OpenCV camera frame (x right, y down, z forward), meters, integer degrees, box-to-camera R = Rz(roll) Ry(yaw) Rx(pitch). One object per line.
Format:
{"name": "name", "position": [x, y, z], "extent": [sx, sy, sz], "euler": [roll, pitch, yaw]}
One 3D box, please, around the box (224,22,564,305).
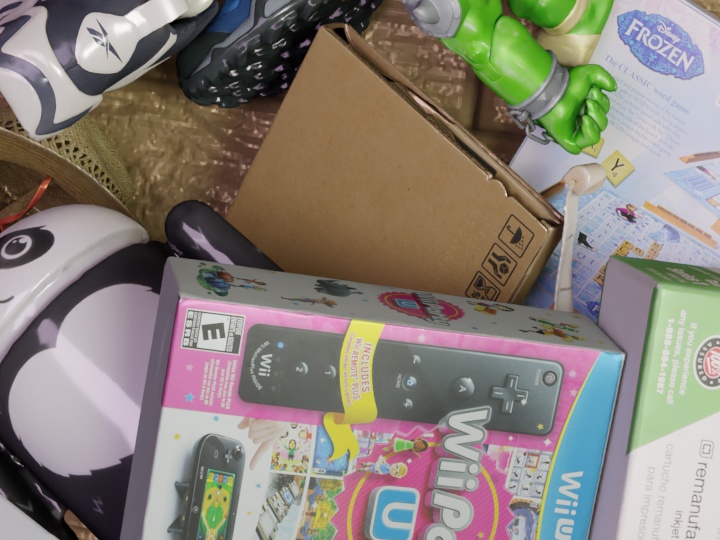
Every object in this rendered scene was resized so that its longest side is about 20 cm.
{"name": "box", "position": [0.000, 0.000, 1.223], "extent": [0.163, 0.021, 0.201], "euler": [43, 126, 20]}

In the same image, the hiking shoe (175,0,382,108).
{"name": "hiking shoe", "position": [-0.026, -0.169, 1.259], "extent": [0.200, 0.074, 0.087], "euler": [-42, 65, 7]}

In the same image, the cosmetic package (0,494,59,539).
{"name": "cosmetic package", "position": [-0.138, 0.198, 1.145], "extent": [0.150, 0.201, 0.052], "euler": [36, 63, 23]}

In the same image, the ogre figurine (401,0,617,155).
{"name": "ogre figurine", "position": [0.070, -0.167, 1.159], "extent": [0.098, 0.119, 0.202], "euler": [3, 76, 52]}

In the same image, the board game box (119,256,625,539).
{"name": "board game box", "position": [0.003, 0.084, 1.060], "extent": [0.198, 0.064, 0.149], "euler": [7, 102, -14]}

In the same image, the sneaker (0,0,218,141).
{"name": "sneaker", "position": [-0.126, -0.146, 1.251], "extent": [0.129, 0.199, 0.080], "euler": [-28, 105, 6]}

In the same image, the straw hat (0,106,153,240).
{"name": "straw hat", "position": [-0.173, -0.043, 1.299], "extent": [0.200, 0.202, 0.085], "euler": [8, 48, 23]}

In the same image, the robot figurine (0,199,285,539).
{"name": "robot figurine", "position": [-0.108, 0.058, 1.145], "extent": [0.200, 0.150, 0.125], "euler": [44, 146, 14]}

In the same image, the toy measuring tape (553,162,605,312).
{"name": "toy measuring tape", "position": [0.117, 0.053, 1.136], "extent": [0.073, 0.073, 0.202], "euler": [12, 102, 23]}

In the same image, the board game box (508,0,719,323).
{"name": "board game box", "position": [0.164, -0.013, 1.180], "extent": [0.200, 0.041, 0.200], "euler": [37, 103, 20]}

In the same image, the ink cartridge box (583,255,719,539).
{"name": "ink cartridge box", "position": [0.203, 0.081, 1.081], "extent": [0.198, 0.084, 0.146], "euler": [7, 97, -12]}
